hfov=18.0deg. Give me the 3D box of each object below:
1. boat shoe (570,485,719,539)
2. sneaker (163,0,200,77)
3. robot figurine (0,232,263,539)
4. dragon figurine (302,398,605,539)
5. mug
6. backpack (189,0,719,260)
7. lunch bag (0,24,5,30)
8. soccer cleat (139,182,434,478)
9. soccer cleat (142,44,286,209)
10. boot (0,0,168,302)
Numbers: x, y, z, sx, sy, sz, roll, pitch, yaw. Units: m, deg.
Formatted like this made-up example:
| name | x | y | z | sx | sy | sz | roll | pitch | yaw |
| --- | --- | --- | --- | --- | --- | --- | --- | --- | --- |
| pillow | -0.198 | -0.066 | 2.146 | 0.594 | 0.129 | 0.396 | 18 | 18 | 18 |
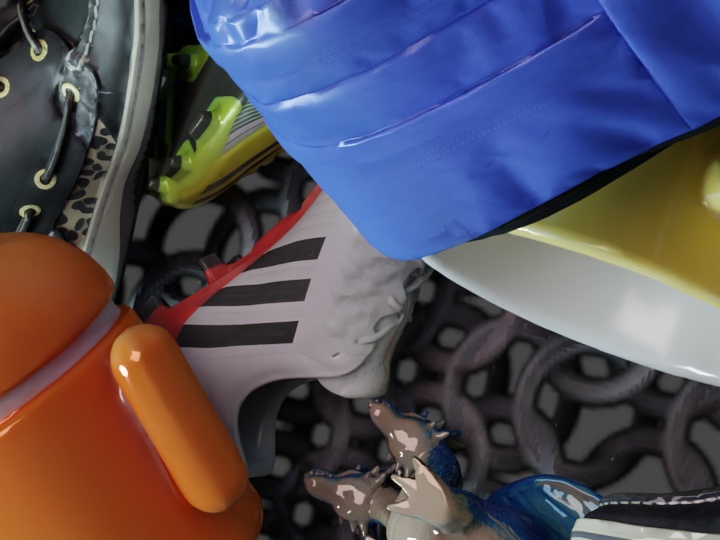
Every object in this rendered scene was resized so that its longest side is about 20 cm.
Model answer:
| name | x | y | z | sx | sy | sz | roll | pitch | yaw |
| --- | --- | --- | --- | --- | --- | --- | --- | --- | --- |
| boat shoe | 0.164 | 0.068 | 0.715 | 0.198 | 0.075 | 0.063 | -7 | 77 | 6 |
| sneaker | -0.036 | -0.133 | 0.915 | 0.199 | 0.076 | 0.077 | -10 | 35 | 37 |
| robot figurine | -0.115 | 0.072 | 0.838 | 0.116 | 0.144 | 0.201 | -35 | 103 | -11 |
| dragon figurine | 0.061 | 0.105 | 0.793 | 0.199 | 0.099 | 0.059 | 27 | 102 | 19 |
| mug | 0.122 | -0.054 | 0.745 | 0.186 | 0.149 | 0.154 | 13 | 76 | 43 |
| backpack | 0.042 | -0.117 | 0.622 | 0.199 | 0.168 | 0.163 | -32 | 27 | 24 |
| lunch bag | -0.275 | -0.050 | 1.001 | 0.163 | 0.117 | 0.201 | 27 | 100 | 29 |
| soccer cleat | 0.000 | 0.000 | 0.856 | 0.200 | 0.068 | 0.086 | -40 | 74 | 24 |
| soccer cleat | -0.025 | -0.070 | 0.866 | 0.200 | 0.083 | 0.065 | -39 | 49 | 55 |
| boot | -0.157 | -0.071 | 0.875 | 0.074 | 0.152 | 0.205 | -104 | 23 | -55 |
